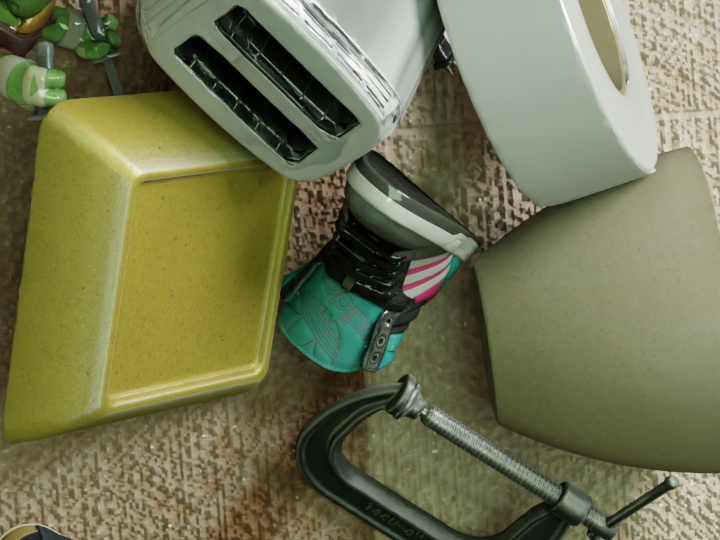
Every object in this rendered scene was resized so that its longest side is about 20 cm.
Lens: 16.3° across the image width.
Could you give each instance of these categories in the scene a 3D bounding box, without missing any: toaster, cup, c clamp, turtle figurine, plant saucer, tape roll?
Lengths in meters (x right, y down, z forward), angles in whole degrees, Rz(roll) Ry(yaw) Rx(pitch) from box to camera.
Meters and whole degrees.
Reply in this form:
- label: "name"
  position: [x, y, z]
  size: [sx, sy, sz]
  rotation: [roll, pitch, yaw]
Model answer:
- label: "toaster"
  position: [-0.034, -0.141, 1.412]
  size: [0.200, 0.113, 0.129]
  rotation: [44, 43, -22]
- label: "cup"
  position: [0.146, 0.033, 1.537]
  size: [0.143, 0.200, 0.201]
  rotation: [-8, 92, 0]
- label: "c clamp"
  position: [0.066, 0.122, 1.531]
  size: [0.200, 0.171, 0.027]
  rotation: [28, 44, -11]
- label: "turtle figurine"
  position: [-0.159, -0.138, 1.445]
  size: [0.200, 0.194, 0.144]
  rotation: [46, 31, 21]
- label: "plant saucer"
  position: [-0.106, -0.001, 1.441]
  size: [0.200, 0.048, 0.201]
  rotation: [-10, 115, -49]
- label: "tape roll"
  position: [0.108, -0.141, 1.475]
  size: [0.071, 0.202, 0.203]
  rotation: [-19, 96, 16]

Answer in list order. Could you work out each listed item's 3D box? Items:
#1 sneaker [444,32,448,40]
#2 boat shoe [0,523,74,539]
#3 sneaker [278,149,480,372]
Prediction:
- label: "sneaker"
  position: [-0.018, -0.173, 1.532]
  size: [0.199, 0.077, 0.112]
  rotation: [-20, 105, -10]
- label: "boat shoe"
  position: [-0.134, 0.220, 1.504]
  size: [0.200, 0.062, 0.075]
  rotation: [36, 78, -15]
- label: "sneaker"
  position: [0.000, 0.000, 1.492]
  size: [0.084, 0.200, 0.121]
  rotation: [41, 92, 15]
